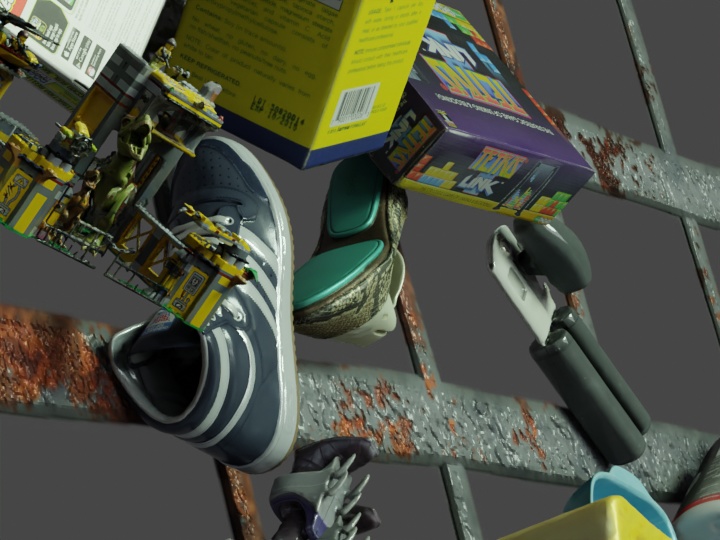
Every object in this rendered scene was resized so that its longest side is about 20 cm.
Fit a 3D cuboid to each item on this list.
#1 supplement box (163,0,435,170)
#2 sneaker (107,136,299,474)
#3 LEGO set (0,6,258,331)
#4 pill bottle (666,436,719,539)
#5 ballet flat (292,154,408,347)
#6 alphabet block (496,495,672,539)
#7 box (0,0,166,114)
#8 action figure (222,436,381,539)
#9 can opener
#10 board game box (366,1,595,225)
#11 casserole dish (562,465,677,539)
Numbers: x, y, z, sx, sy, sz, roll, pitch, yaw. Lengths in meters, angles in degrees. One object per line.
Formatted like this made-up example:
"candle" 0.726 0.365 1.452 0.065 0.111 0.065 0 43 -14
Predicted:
"supplement box" -0.022 -0.176 1.694 0.109 0.200 0.109 27 20 20
"sneaker" -0.091 0.008 1.594 0.108 0.070 0.200 23 53 -55
"LEGO set" -0.128 -0.069 1.488 0.200 0.116 0.154 31 6 -36
"pill bottle" 0.292 0.177 2.083 0.114 0.114 0.200 60 28 -11
"ballet flat" 0.000 0.000 1.769 0.075 0.068 0.200 64 23 -24
"alphabet block" 0.112 0.273 1.605 0.196 0.200 0.196 40 38 -40
"box" -0.147 -0.197 1.595 0.110 0.035 0.200 37 64 -34
"action figure" -0.045 0.179 1.536 0.200 0.069 0.130 -63 142 -46
"can opener" 0.153 0.045 1.991 0.200 0.067 0.053 53 31 -23
"board game box" 0.045 -0.116 1.877 0.165 0.057 0.200 51 20 26
"casserole dish" 0.179 0.229 1.927 0.121 0.039 0.200 32 44 -47
